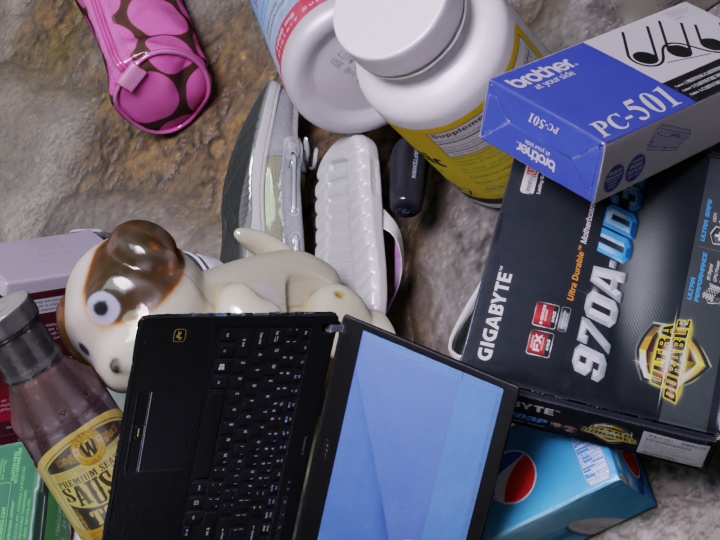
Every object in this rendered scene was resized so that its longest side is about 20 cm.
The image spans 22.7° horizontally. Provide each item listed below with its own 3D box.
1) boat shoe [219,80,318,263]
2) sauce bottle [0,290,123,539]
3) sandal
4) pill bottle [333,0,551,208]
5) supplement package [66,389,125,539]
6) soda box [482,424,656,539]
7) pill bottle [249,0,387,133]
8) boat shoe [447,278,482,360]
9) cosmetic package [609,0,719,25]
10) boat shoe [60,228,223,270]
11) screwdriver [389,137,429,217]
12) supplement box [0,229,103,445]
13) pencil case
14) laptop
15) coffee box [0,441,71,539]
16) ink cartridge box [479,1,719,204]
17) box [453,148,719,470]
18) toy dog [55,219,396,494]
[{"bbox_3d":[-0.062,-0.042,1.304,0.074,0.064,0.204,133,145,-55],"label":"boat shoe"},{"bbox_3d":[-0.169,0.106,1.086,0.066,0.201,0.066,-26,21,11],"label":"sauce bottle"},{"bbox_3d":[0.004,-0.002,1.245,0.082,0.049,0.204,-28,53,50],"label":"sandal"},{"bbox_3d":[0.065,-0.129,1.177,0.110,0.200,0.112,-13,61,25],"label":"pill bottle"},{"bbox_3d":[-0.172,0.183,1.228,0.200,0.117,0.117,-44,53,8],"label":"supplement package"},{"bbox_3d":[0.078,0.152,1.122,0.199,0.068,0.065,-27,59,18],"label":"soda box"},{"bbox_3d":[-0.023,-0.196,1.304,0.108,0.109,0.201,-37,39,12],"label":"pill bottle"},{"bbox_3d":[0.129,-0.009,1.166,0.073,0.067,0.201,27,83,36],"label":"boat shoe"},{"bbox_3d":[0.173,-0.266,1.237,0.087,0.103,0.201,-33,57,12],"label":"cosmetic package"},{"bbox_3d":[-0.166,0.006,1.304,0.199,0.067,0.072,21,90,52],"label":"boat shoe"},{"bbox_3d":[0.044,-0.120,1.282,0.029,0.028,0.201,1,54,15],"label":"screwdriver"},{"bbox_3d":[-0.233,0.078,1.264,0.061,0.108,0.202,33,119,39],"label":"supplement box"},{"bbox_3d":[-0.187,-0.206,1.431,0.090,0.094,0.201,-35,55,12],"label":"pencil case"},{"bbox_3d":[-0.034,0.124,1.039,0.103,0.198,0.179,44,127,53],"label":"laptop"},{"bbox_3d":[-0.280,0.186,1.192,0.198,0.044,0.124,-13,61,28],"label":"coffee box"},{"bbox_3d":[0.175,-0.108,1.116,0.094,0.199,0.045,34,132,34],"label":"ink cartridge box"},{"bbox_3d":[0.154,0.009,1.092,0.158,0.046,0.201,14,60,7],"label":"box"},{"bbox_3d":[-0.091,0.035,1.142,0.139,0.199,0.195,-37,51,43],"label":"toy dog"}]
